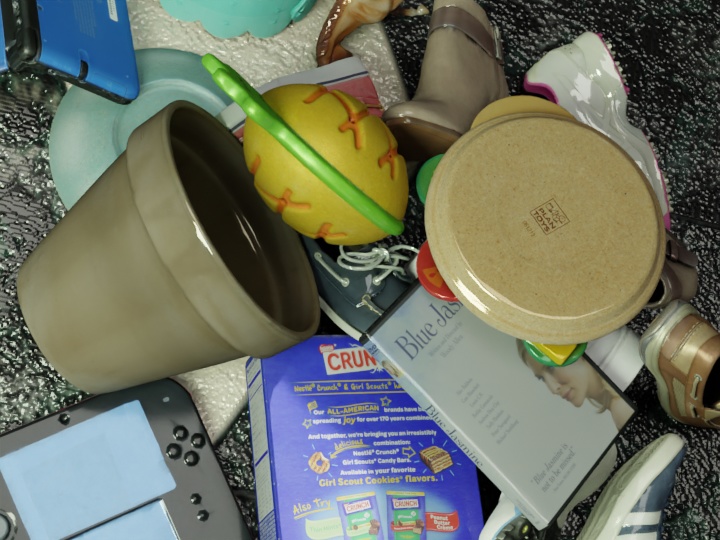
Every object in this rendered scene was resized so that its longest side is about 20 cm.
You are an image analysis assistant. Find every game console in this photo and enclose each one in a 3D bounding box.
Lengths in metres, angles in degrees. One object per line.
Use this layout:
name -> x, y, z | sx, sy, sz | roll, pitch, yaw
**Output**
game console -> -0.290, -0.213, 1.302 | 0.170, 0.118, 0.201 | 21, 46, -43
game console -> -0.193, 0.187, 1.198 | 0.199, 0.031, 0.178 | -22, 78, -23

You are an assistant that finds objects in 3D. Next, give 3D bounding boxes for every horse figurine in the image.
horse figurine -> 0.027, -0.264, 1.365 | 0.132, 0.201, 0.050 | -16, 54, -29

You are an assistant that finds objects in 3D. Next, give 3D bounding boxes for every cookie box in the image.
cookie box -> 0.004, 0.155, 1.248 | 0.170, 0.075, 0.201 | 0, 71, -18

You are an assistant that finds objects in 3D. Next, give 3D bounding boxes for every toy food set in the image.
toy food set -> 0.138, -0.033, 1.225 | 0.200, 0.049, 0.198 | 41, 67, 6

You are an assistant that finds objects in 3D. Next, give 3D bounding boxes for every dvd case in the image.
dvd case -> 0.109, 0.080, 1.215 | 0.200, 0.018, 0.143 | 46, 55, 0

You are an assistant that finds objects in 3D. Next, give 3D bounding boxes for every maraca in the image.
maraca -> -0.041, -0.093, 1.199 | 0.200, 0.137, 0.107 | 40, 93, -26

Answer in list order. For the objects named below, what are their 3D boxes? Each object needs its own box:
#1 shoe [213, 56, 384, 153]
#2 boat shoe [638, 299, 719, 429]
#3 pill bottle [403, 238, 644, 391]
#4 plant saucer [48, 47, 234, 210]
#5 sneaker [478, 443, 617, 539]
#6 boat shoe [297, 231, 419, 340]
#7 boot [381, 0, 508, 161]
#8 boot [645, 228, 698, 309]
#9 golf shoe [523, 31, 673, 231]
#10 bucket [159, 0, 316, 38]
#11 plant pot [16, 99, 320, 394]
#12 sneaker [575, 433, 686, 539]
shoe -> -0.042, -0.111, 1.312 | 0.200, 0.071, 0.091 | -27, 84, -49
boat shoe -> 0.289, 0.094, 1.311 | 0.072, 0.200, 0.076 | 35, 88, 35
pill bottle -> 0.139, 0.030, 1.319 | 0.200, 0.111, 0.111 | 40, 64, -1
plant saucer -> -0.155, -0.102, 1.314 | 0.200, 0.039, 0.202 | 6, 68, -15
sneaker -> 0.138, 0.177, 1.264 | 0.072, 0.072, 0.200 | 23, 30, 23
boat shoe -> 0.000, 0.000, 1.268 | 0.075, 0.062, 0.200 | -14, 42, -43
boot -> 0.072, -0.162, 1.338 | 0.070, 0.200, 0.147 | 0, 78, 22
boot -> 0.197, -0.037, 1.333 | 0.199, 0.071, 0.146 | 30, 20, 13
golf shoe -> 0.213, -0.111, 1.429 | 0.091, 0.075, 0.201 | -21, 78, -3
bucket -> -0.102, -0.318, 1.358 | 0.206, 0.135, 0.208 | 6, 68, -16
plant pot -> -0.154, 0.001, 1.186 | 0.173, 0.200, 0.201 | -29, 79, 14
sneaker -> 0.224, 0.230, 1.297 | 0.084, 0.075, 0.200 | 36, 74, 0
